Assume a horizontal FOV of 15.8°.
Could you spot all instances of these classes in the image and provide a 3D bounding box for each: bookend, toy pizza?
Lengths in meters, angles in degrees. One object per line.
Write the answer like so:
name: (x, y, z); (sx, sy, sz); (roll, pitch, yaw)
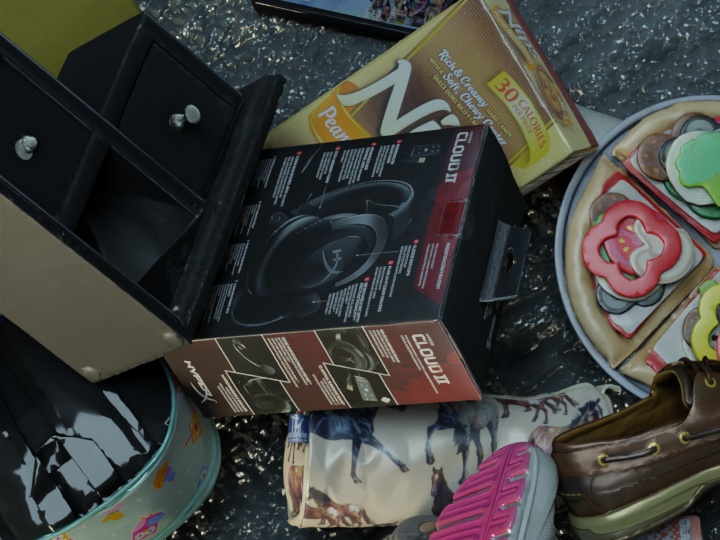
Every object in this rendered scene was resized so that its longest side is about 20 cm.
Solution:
bookend: (-0.164, -0.079, 1.470); (0.092, 0.199, 0.201); (-22, 38, 42)
toy pizza: (0.216, -0.010, 1.560); (0.199, 0.032, 0.201); (1, 78, -5)

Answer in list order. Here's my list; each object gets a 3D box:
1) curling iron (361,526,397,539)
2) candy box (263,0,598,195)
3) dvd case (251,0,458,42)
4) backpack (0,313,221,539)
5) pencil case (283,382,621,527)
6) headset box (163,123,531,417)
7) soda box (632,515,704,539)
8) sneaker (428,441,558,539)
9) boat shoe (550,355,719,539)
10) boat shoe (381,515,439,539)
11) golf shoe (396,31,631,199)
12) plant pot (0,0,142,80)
curling iron: (-0.003, 0.188, 1.551); (0.200, 0.026, 0.049); (-45, 34, -20)
candy box: (0.031, -0.072, 1.589); (0.200, 0.055, 0.116); (-33, 84, 25)
dvd case: (0.024, -0.248, 1.750); (0.142, 0.018, 0.201); (14, 69, 17)
backpack: (-0.182, 0.092, 1.564); (0.175, 0.154, 0.200); (-34, 52, -5)
pencil case: (0.054, 0.105, 1.531); (0.199, 0.078, 0.090); (0, 96, -3)
headset box: (0.000, 0.000, 1.497); (0.199, 0.077, 0.149); (-5, 48, 23)
soda box: (0.170, 0.244, 1.473); (0.068, 0.064, 0.201); (-6, 64, 9)
sneaker: (0.088, 0.197, 1.441); (0.088, 0.081, 0.201); (15, 77, -29)
boat shoe: (0.198, 0.082, 1.475); (0.199, 0.072, 0.068); (-28, 105, -12)
boat shoe: (0.056, 0.243, 1.499); (0.075, 0.072, 0.201); (-7, 73, -40)
golf shoe: (0.098, -0.103, 1.639); (0.199, 0.073, 0.092); (14, 68, 17)
plant pot: (-0.252, -0.127, 1.591); (0.199, 0.177, 0.200); (-1, 30, 37)
